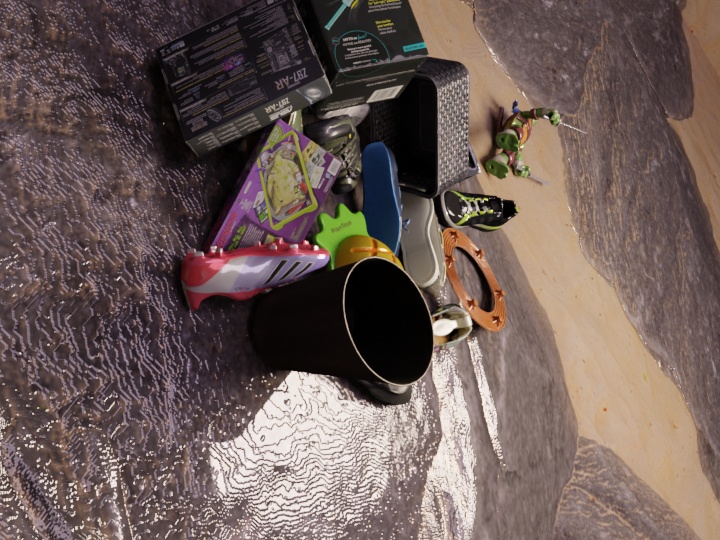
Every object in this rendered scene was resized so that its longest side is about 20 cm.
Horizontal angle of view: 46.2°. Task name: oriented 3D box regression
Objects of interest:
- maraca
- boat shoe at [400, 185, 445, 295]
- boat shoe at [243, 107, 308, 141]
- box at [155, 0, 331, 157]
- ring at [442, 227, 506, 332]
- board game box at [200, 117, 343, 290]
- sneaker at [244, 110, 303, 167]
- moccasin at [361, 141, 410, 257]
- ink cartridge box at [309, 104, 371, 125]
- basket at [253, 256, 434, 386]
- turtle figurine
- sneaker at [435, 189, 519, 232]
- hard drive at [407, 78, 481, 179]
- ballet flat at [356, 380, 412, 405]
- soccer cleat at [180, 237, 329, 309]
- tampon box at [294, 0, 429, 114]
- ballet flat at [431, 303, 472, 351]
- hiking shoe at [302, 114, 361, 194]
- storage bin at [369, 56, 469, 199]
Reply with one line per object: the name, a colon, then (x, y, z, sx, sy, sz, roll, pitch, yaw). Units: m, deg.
maraca: (0.000, 0.000, 1.233, 0.137, 0.106, 0.202, -32, 96, -48)
boat shoe: (0.101, -0.053, 1.399, 0.060, 0.071, 0.204, 46, 33, -52)
boat shoe: (-0.149, -0.214, 1.215, 0.199, 0.070, 0.071, -18, 114, -54)
box: (-0.155, -0.261, 1.104, 0.044, 0.198, 0.162, 58, 8, -66)
ring: (0.202, 0.013, 1.477, 0.200, 0.019, 0.202, 41, 32, -32)
board game box: (-0.116, -0.087, 1.129, 0.120, 0.032, 0.202, 30, 86, -38)
sneaker: (-0.111, -0.169, 1.184, 0.090, 0.066, 0.203, -1, 105, -62)
moccasin: (0.044, -0.100, 1.333, 0.068, 0.079, 0.203, 11, 81, -69)
ink cartridge box: (-0.080, -0.318, 1.318, 0.200, 0.050, 0.161, 50, 18, 9)
basket: (-0.033, 0.071, 1.081, 0.181, 0.199, 0.137, 48, 54, -30)
turtle figurine: (0.348, -0.251, 1.699, 0.194, 0.143, 0.201, -39, 98, -44)
sneaker: (0.218, -0.120, 1.542, 0.199, 0.082, 0.073, 1, 71, -47)
hard drive: (0.117, -0.236, 1.455, 0.042, 0.134, 0.202, -31, 97, -33)
ballet flat: (0.023, 0.141, 1.222, 0.199, 0.068, 0.069, 32, 50, -34)
soccer cleat: (-0.134, 0.003, 1.088, 0.198, 0.067, 0.078, -6, 104, -27)
tampon box: (-0.019, -0.349, 1.189, 0.148, 0.126, 0.202, -15, 79, -23)
ballet flat: (0.136, 0.093, 1.364, 0.199, 0.071, 0.070, -16, 83, -50)
hiking shoe: (-0.030, -0.169, 1.261, 0.200, 0.075, 0.102, 7, 70, -76)
storage bin: (0.096, -0.234, 1.363, 0.093, 0.134, 0.202, -31, 129, -42)
